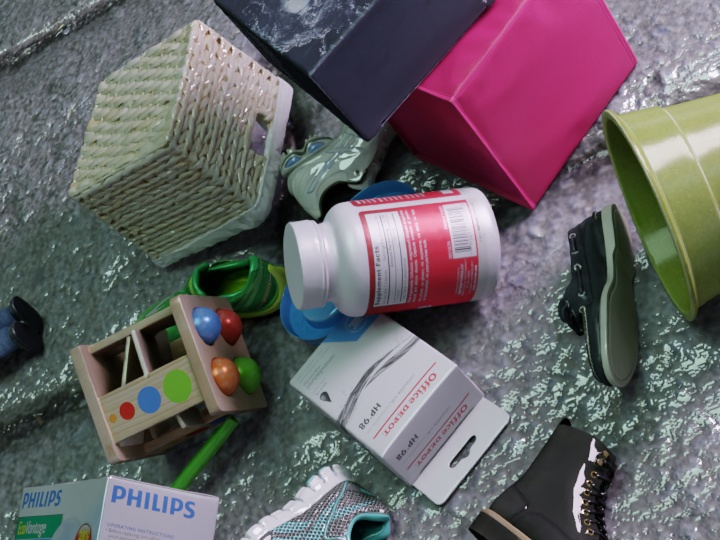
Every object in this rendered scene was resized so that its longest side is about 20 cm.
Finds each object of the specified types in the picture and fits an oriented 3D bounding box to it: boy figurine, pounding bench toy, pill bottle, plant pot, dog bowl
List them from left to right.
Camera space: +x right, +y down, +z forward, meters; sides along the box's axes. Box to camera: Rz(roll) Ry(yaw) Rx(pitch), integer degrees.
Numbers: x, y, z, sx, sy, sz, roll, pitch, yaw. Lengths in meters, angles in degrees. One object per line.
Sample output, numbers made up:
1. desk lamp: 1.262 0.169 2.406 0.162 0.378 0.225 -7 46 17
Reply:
1. boy figurine: -0.487 0.112 1.811 0.198 0.064 0.125 -30 47 16
2. pounding bench toy: -0.177 0.143 1.523 0.154 0.124 0.202 -25 80 17
3. dog bowl: 0.000 0.000 1.554 0.111 0.050 0.201 28 77 46
4. pill bottle: 0.029 -0.016 1.442 0.197 0.113 0.113 -7 46 -13
5. plant pot: 0.339 -0.085 1.302 0.188 0.201 0.201 -23 47 2

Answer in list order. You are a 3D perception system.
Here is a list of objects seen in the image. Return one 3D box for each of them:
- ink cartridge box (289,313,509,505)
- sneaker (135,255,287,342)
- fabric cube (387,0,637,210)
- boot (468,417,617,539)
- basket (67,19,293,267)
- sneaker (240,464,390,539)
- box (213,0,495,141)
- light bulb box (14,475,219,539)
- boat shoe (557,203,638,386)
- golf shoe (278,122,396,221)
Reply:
1. ink cartridge box: 0.036 0.124 1.428 0.116 0.067 0.199 -50 44 -7
2. sneaker: -0.175 0.027 1.636 0.198 0.084 0.075 -23 49 21
3. fabric cube: 0.129 -0.221 1.522 0.199 0.196 0.200 29 80 43
4. boot: 0.199 0.212 1.250 0.199 0.078 0.139 28 73 43
5. basket: -0.205 -0.146 1.701 0.198 0.160 0.200 -22 46 38
6. sneaker: -0.047 0.260 1.351 0.090 0.078 0.200 24 49 31
7. box: -0.005 -0.268 1.432 0.197 0.117 0.200 -48 46 0
8. light bulb box: -0.243 0.307 1.383 0.197 0.124 0.203 -17 61 52
9. boat shoe: 0.215 0.027 1.367 0.065 0.074 0.202 -17 50 27
10. golf shoe: 0.008 -0.133 1.646 0.199 0.078 0.098 -37 62 15
